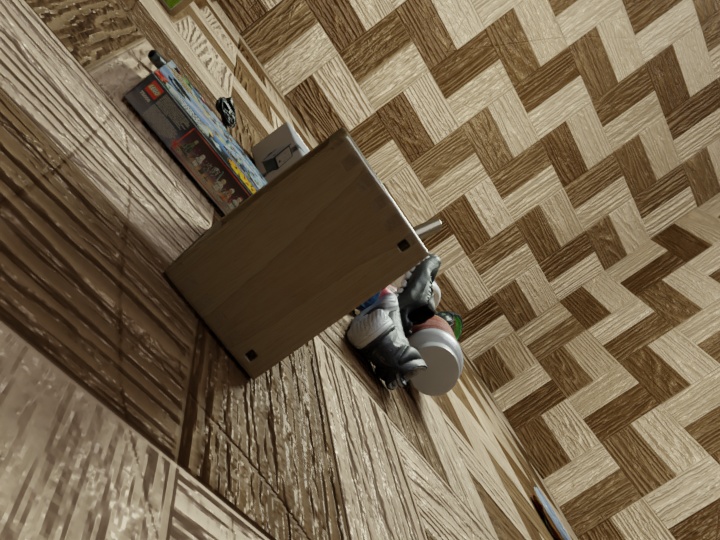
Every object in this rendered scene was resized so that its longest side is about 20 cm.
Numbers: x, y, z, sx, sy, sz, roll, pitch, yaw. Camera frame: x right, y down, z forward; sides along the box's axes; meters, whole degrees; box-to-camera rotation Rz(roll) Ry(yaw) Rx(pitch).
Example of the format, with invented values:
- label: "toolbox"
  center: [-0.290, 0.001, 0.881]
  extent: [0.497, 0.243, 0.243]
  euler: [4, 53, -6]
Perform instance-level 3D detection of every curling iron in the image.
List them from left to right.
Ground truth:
- label: "curling iron"
  center: [-0.223, -0.240, 0.775]
  extent: [0.200, 0.025, 0.050]
  euler: [24, 69, -71]

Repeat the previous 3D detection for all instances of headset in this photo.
- label: "headset"
  center: [0.252, 0.191, 1.753]
  extent: [0.198, 0.125, 0.093]
  euler: [6, 14, -43]

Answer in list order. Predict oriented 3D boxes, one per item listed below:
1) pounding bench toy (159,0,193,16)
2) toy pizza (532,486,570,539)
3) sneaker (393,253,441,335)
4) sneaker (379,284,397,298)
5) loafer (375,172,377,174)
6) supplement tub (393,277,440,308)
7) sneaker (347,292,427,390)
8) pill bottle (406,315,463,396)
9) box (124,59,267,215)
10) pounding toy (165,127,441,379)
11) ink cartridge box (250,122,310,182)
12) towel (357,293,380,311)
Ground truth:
- label: "pounding bench toy"
  center: [-0.383, -0.628, 1.102]
  extent: [0.200, 0.124, 0.157]
  euler: [50, 8, -39]
- label: "toy pizza"
  center: [0.562, 0.736, 1.694]
  extent: [0.201, 0.032, 0.200]
  euler: [56, 6, -9]
- label: "sneaker"
  center: [0.105, 0.049, 1.034]
  extent: [0.090, 0.200, 0.067]
  euler: [24, -39, 27]
- label: "sneaker"
  center: [0.015, 0.039, 1.068]
  extent: [0.202, 0.073, 0.087]
  euler: [62, 36, -13]
- label: "loafer"
  center: [0.009, -0.117, 0.888]
  extent: [0.073, 0.071, 0.200]
  euler: [41, -7, 46]
- label: "supplement tub"
  center: [0.104, 0.019, 1.440]
  extent: [0.132, 0.131, 0.201]
  euler: [48, 11, -47]
- label: "sneaker"
  center: [0.042, 0.106, 0.844]
  extent: [0.115, 0.075, 0.200]
  euler: [56, 12, -3]
- label: "pill bottle"
  center: [0.124, 0.150, 1.029]
  extent: [0.113, 0.112, 0.200]
  euler: [55, 6, -4]
- label: "box"
  center: [-0.162, -0.128, 0.633]
  extent: [0.201, 0.040, 0.137]
  euler: [53, 6, -25]
- label: "pounding toy"
  center: [-0.025, -0.023, 0.488]
  extent: [0.143, 0.183, 0.200]
  euler: [53, 7, -14]
- label: "ink cartridge box"
  center: [-0.092, -0.127, 0.936]
  extent: [0.147, 0.085, 0.201]
  euler: [50, 7, -40]
- label: "towel"
  center: [0.000, 0.000, 0.881]
  extent: [0.048, 0.113, 0.200]
  euler: [19, -6, 19]
